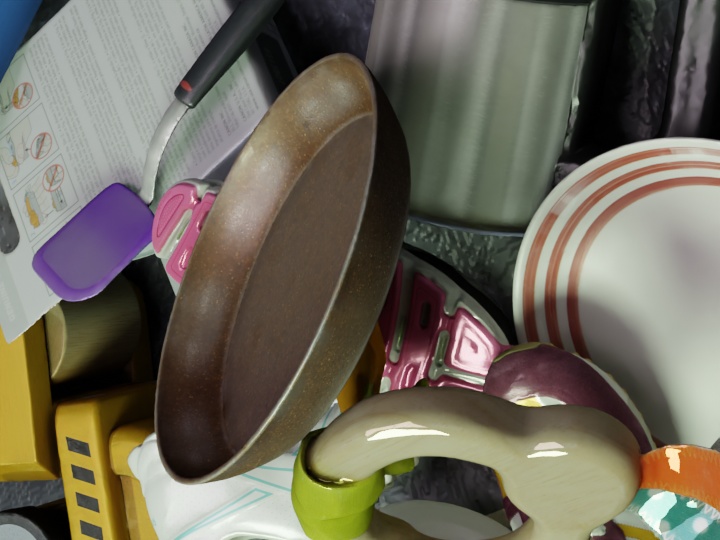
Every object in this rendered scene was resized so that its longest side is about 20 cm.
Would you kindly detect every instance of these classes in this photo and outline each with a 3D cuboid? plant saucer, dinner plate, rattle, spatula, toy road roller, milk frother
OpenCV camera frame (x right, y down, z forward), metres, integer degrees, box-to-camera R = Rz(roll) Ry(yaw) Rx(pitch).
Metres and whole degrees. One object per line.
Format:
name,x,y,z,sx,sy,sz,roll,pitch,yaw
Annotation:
plant saucer,-0.031,0.003,1.095,0.200,0.034,0.201,-49,28,38
dinner plate,0.162,0.029,1.114,0.200,0.024,0.201,16,125,25
rattle,0.077,0.067,1.084,0.199,0.143,0.131,-15,114,22
spatula,-0.093,-0.069,1.249,0.200,0.021,0.057,-55,45,8
toy road roller,-0.127,0.090,1.365,0.146,0.123,0.201,-7,92,28
milk frother,0.059,-0.107,1.110,0.180,0.200,0.189,21,110,34

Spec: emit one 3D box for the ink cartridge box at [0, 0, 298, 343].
ink cartridge box,-0.126,-0.075,1.323,0.200,0.057,0.163,-42,52,25

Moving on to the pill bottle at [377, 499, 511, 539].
pill bottle,0.015,0.221,1.248,0.113,0.113,0.200,44,128,29

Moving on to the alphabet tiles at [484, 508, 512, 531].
alphabet tiles,0.131,0.155,1.206,0.195,0.015,0.201,-25,79,41

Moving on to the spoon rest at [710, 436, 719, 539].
spoon rest,0.178,0.068,1.057,0.099,0.060,0.201,-99,11,-58

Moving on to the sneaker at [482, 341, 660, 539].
sneaker,0.104,0.131,1.123,0.075,0.090,0.201,-19,103,21

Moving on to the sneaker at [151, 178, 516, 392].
sneaker,0.000,0.000,1.209,0.199,0.087,0.074,24,117,27

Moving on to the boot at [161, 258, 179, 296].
boot,-0.036,0.027,1.299,0.095,0.073,0.201,-30,79,35

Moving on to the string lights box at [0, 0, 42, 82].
string lights box,-0.229,-0.145,1.380,0.103,0.059,0.200,-3,57,48

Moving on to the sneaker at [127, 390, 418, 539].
sneaker,-0.011,0.096,1.239,0.200,0.070,0.080,-19,71,4
